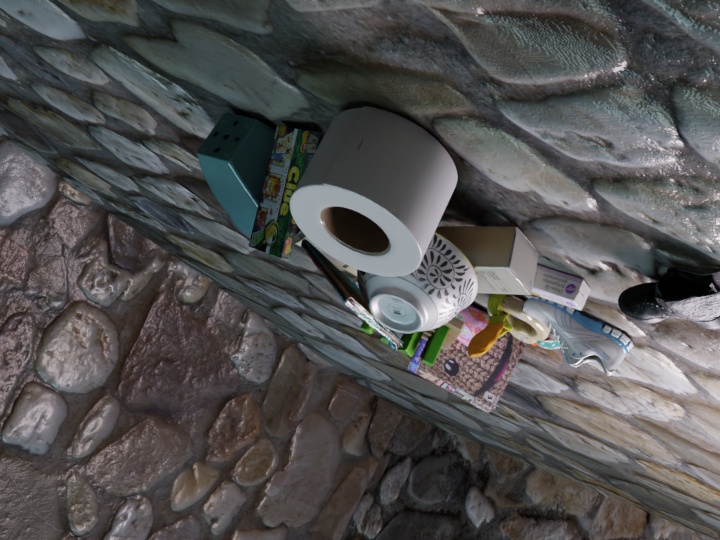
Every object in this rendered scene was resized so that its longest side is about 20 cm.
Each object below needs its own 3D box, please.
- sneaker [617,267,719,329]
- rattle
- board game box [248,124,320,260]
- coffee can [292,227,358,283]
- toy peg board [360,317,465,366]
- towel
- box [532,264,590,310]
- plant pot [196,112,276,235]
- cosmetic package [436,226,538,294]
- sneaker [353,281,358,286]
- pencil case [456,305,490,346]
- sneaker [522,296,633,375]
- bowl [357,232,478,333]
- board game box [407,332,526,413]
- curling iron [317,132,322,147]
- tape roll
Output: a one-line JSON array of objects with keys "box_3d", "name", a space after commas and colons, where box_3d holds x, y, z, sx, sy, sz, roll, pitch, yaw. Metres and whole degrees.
[{"box_3d": [0.415, 0.030, 1.417, 0.198, 0.061, 0.104, 8, 158, 47], "name": "sneaker"}, {"box_3d": [0.294, 0.142, 1.983, 0.129, 0.144, 0.200, 0, 149, 28], "name": "rattle"}, {"box_3d": [-0.121, -0.125, 1.677, 0.023, 0.203, 0.104, 11, -175, -40], "name": "board game box"}, {"box_3d": [-0.029, -0.073, 1.749, 0.199, 0.148, 0.146, 28, 170, -32], "name": "coffee can"}, {"box_3d": [0.081, 0.119, 2.071, 0.198, 0.099, 0.199, 28, 164, 3], "name": "toy peg board"}, {"box_3d": [-0.014, 0.040, 1.674, 0.147, 0.022, 0.200, 50, -176, 36], "name": "towel"}, {"box_3d": [0.272, 0.012, 1.714, 0.198, 0.039, 0.041, 20, 167, 37], "name": "box"}, {"box_3d": [-0.173, -0.164, 1.805, 0.140, 0.142, 0.200, 19, 158, 40], "name": "plant pot"}, {"box_3d": [0.164, -0.016, 1.647, 0.198, 0.072, 0.105, 2, 156, 31], "name": "cosmetic package"}, {"box_3d": [0.000, 0.000, 1.895, 0.199, 0.077, 0.086, 38, 160, 27], "name": "sneaker"}, {"box_3d": [0.174, 0.087, 2.145, 0.198, 0.088, 0.087, 28, 168, 1], "name": "pencil case"}, {"box_3d": [0.360, 0.114, 1.823, 0.198, 0.087, 0.075, 26, 170, 19], "name": "sneaker"}, {"box_3d": [0.070, 0.031, 1.604, 0.198, 0.095, 0.202, 18, 144, 13], "name": "bowl"}, {"box_3d": [0.222, 0.176, 2.223, 0.198, 0.161, 0.097, 27, 167, 5], "name": "board game box"}, {"box_3d": [-0.020, -0.126, 1.654, 0.202, 0.025, 0.049, 63, -150, 2], "name": "curling iron"}, {"box_3d": [0.019, -0.106, 1.474, 0.200, 0.140, 0.204, 22, 153, 12], "name": "tape roll"}]
